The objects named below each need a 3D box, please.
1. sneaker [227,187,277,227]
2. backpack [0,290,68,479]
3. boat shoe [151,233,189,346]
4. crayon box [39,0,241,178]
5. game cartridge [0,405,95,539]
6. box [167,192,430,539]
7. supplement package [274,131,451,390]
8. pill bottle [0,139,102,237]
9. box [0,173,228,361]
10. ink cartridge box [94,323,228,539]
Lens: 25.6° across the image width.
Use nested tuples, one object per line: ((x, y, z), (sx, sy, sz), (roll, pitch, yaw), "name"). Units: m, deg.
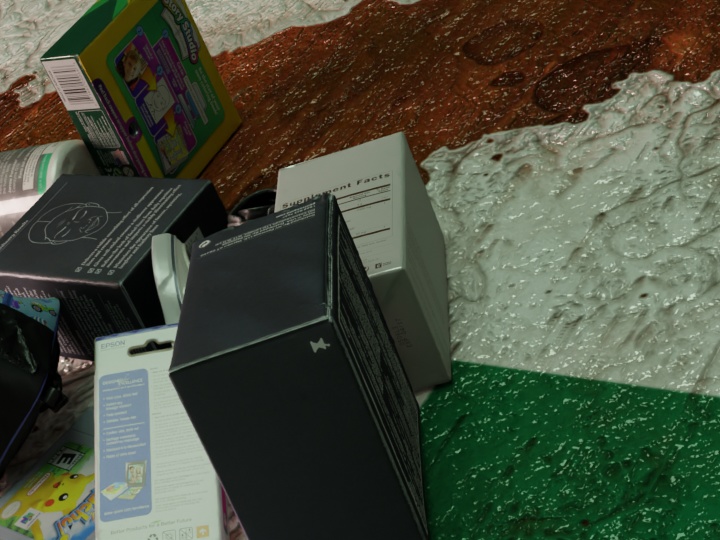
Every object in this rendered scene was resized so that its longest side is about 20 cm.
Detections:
((-0.085, 0.006, 1.374), (0.070, 0.100, 0.201), (-13, 36, 13), "sneaker")
((-0.333, 0.092, 1.343), (0.183, 0.134, 0.200), (-55, 18, 19), "backpack")
((-0.126, 0.051, 1.316), (0.065, 0.072, 0.201), (-16, 56, -6), "boat shoe")
((-0.220, -0.184, 1.630), (0.058, 0.201, 0.173), (1, 40, 33), "crayon box")
((-0.225, 0.190, 1.264), (0.133, 0.041, 0.200), (13, 48, 38), "game cartridge")
((-0.040, 0.086, 1.116), (0.122, 0.201, 0.199), (-19, 24, 7), "box")
((0.000, 0.000, 1.307), (0.119, 0.122, 0.201), (-16, 33, 13), "supplement package")
((-0.363, -0.067, 1.636), (0.198, 0.114, 0.113), (-7, 37, 23), "pill bottle")
((-0.230, -0.002, 1.469), (0.199, 0.108, 0.149), (5, 43, 36), "box")
((-0.154, 0.135, 1.211), (0.094, 0.037, 0.201), (-10, 58, 4), "ink cartridge box")
